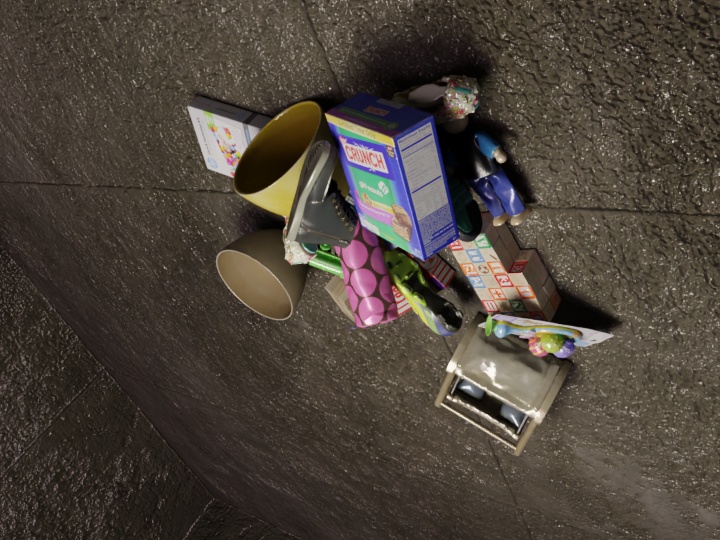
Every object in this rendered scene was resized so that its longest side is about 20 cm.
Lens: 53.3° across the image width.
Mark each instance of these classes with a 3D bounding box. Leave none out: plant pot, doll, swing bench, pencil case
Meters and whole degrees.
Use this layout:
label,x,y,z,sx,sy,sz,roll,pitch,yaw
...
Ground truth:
label,x,y,z,sx,sy,sz,roll,pitch,yaw
plant pot,-0.099,-0.166,1.235,0.199,0.201,0.142,-2,144,46
doll,0.178,-0.157,1.084,0.136,0.048,0.201,3,134,55
plant pot,-0.191,-0.011,1.551,0.199,0.135,0.201,26,146,19
swing bench,0.270,0.220,1.390,0.198,0.130,0.201,29,146,16
pencil case,0.000,0.000,1.268,0.094,0.090,0.202,-172,68,-73

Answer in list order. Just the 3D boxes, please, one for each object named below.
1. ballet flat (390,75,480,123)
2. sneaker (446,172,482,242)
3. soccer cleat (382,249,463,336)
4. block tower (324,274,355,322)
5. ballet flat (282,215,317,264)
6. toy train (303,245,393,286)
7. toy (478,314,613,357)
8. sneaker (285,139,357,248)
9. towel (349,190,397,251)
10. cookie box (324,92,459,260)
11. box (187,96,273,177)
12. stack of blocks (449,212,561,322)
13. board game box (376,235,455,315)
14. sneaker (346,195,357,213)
label,x,y,z,sx,sy,sz,roll,pitch,yaw
ballet flat,0.084,-0.240,1.030,0.063,0.077,0.199,7,169,-38
sneaker,0.111,-0.113,1.129,0.201,0.074,0.088,52,151,17
soccer cleat,0.102,0.046,1.312,0.200,0.065,0.084,45,150,-10
block tower,-0.020,0.056,1.474,0.054,0.058,0.200,38,170,20
ballet flat,-0.121,-0.098,1.324,0.075,0.202,0.064,25,137,-37
toy train,-0.024,-0.009,1.340,0.198,0.057,0.042,19,145,4
toy,0.306,0.118,1.209,0.198,0.048,0.115,14,165,-4
sneaker,-0.044,-0.116,1.112,0.105,0.075,0.201,11,140,-14
towel,0.070,-0.127,1.209,0.145,0.024,0.200,53,137,-5
cookie box,0.046,-0.138,1.036,0.171,0.075,0.201,33,149,49
box,-0.231,-0.242,1.393,0.199,0.041,0.157,23,144,25
stack of blocks,0.241,-0.002,1.207,0.115,0.059,0.201,-5,128,47
board game box,0.070,0.000,1.390,0.151,0.046,0.200,42,148,-6
sneaker,-0.088,-0.102,1.383,0.199,0.087,0.075,6,138,42
